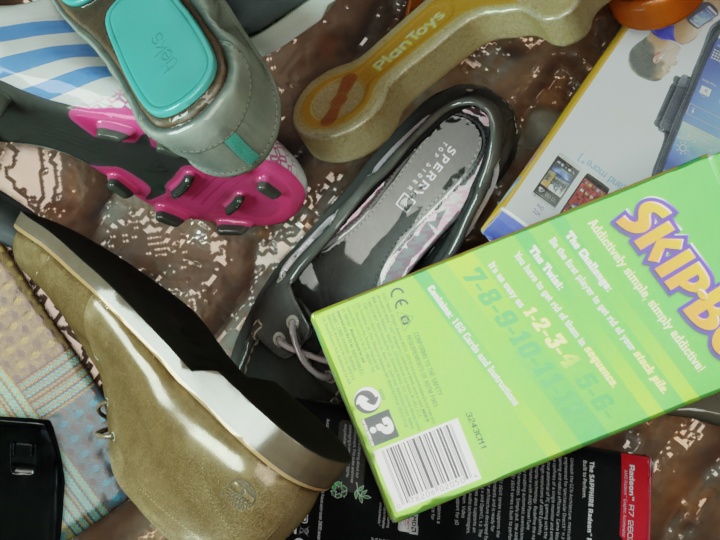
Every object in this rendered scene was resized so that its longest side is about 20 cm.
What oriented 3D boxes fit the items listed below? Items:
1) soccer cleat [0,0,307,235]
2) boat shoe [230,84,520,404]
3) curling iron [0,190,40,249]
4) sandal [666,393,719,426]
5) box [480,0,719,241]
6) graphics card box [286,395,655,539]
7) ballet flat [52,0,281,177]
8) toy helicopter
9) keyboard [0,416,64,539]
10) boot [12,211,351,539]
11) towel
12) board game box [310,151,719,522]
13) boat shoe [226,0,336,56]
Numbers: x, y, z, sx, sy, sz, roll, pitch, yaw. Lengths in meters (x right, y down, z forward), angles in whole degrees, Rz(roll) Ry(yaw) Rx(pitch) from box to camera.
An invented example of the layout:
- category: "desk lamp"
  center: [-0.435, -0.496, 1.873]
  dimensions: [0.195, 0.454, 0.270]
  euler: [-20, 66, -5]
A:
- category: "soccer cleat"
  center: [-0.113, -0.082, 1.124]
  dimensions: [0.200, 0.070, 0.086]
  euler: [18, 57, -15]
- category: "boat shoe"
  center: [0.000, 0.000, 1.131]
  dimensions: [0.067, 0.057, 0.200]
  euler: [36, 92, 4]
- category: "curling iron"
  center: [-0.186, -0.029, 1.115]
  dimensions: [0.200, 0.026, 0.050]
  euler: [26, 66, -26]
- category: "sandal"
  center: [0.124, 0.036, 1.145]
  dimensions: [0.200, 0.055, 0.082]
  euler: [12, 89, 2]
- category: "box"
  center: [0.144, -0.045, 1.125]
  dimensions: [0.119, 0.041, 0.200]
  euler: [35, 68, -1]
- category: "graphics card box"
  center: [0.028, 0.130, 1.107]
  dimensions: [0.200, 0.051, 0.126]
  euler: [10, 71, -19]
- category: "ballet flat"
  center: [-0.090, -0.113, 1.093]
  dimensions: [0.067, 0.064, 0.200]
  euler: [-37, 50, 10]
- category: "toy helicopter"
  center: [0.046, -0.122, 1.110]
  dimensions: [0.200, 0.132, 0.079]
  euler: [-40, 133, -11]
- category: "keyboard"
  center: [-0.230, 0.076, 1.119]
  dimensions: [0.200, 0.040, 0.104]
  euler: [5, 112, -6]
- category: "boot"
  center: [-0.095, 0.048, 1.064]
  dimensions: [0.200, 0.074, 0.075]
  euler: [43, 104, 32]
- category: "towel"
  center: [-0.213, 0.090, 1.141]
  dimensions: [0.200, 0.022, 0.147]
  euler: [-34, 93, -5]
- category: "board game box"
  center: [0.089, 0.025, 1.070]
  dimensions: [0.200, 0.030, 0.096]
  euler: [-22, 91, 3]
- category: "boat shoe"
  center: [-0.001, -0.163, 1.081]
  dimensions: [0.062, 0.200, 0.073]
  euler: [44, 43, -13]
